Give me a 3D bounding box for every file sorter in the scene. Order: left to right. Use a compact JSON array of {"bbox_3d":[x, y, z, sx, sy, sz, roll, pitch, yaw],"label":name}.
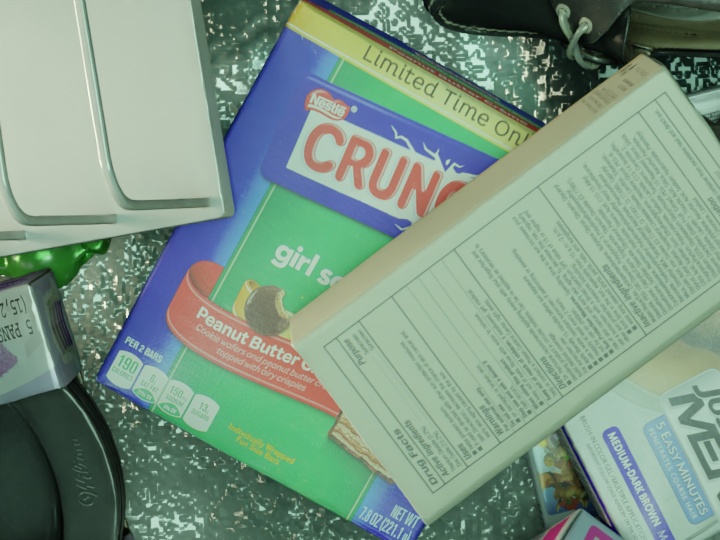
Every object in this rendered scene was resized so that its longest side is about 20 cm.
[{"bbox_3d":[-0.178,-0.075,1.261,0.199,0.124,0.140,-10,89,19],"label":"file sorter"}]

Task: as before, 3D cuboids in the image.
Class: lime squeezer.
[{"bbox_3d":[-0.139,-0.035,1.356,0.200,0.038,0.071,-38,65,1],"label":"lime squeezer"}]

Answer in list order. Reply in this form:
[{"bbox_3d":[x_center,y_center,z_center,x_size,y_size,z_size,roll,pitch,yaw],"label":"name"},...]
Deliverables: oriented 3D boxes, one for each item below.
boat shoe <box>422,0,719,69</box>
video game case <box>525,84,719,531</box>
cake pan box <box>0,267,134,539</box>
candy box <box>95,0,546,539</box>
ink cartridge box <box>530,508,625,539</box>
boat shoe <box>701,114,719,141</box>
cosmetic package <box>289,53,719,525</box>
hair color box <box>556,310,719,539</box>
[{"bbox_3d":[0.123,-0.122,1.322,0.199,0.074,0.061,-1,70,9],"label":"boat shoe"},{"bbox_3d":[0.137,0.024,1.383,0.142,0.018,0.201,-14,96,-3],"label":"video game case"},{"bbox_3d":[-0.204,0.111,1.335,0.199,0.052,0.185,-14,98,9],"label":"cake pan box"},{"bbox_3d":[0.000,0.000,1.331,0.169,0.077,0.201,29,97,-2],"label":"candy box"},{"bbox_3d":[0.150,0.195,1.349,0.200,0.119,0.042,38,61,-5],"label":"ink cartridge box"},{"bbox_3d":[0.172,-0.050,1.335,0.201,0.072,0.061,-35,98,-9],"label":"boat shoe"},{"bbox_3d":[0.077,0.006,1.257,0.200,0.073,0.104,-36,99,4],"label":"cosmetic package"},{"bbox_3d":[0.188,0.044,1.348,0.199,0.065,0.110,-28,96,-3],"label":"hair color box"}]
